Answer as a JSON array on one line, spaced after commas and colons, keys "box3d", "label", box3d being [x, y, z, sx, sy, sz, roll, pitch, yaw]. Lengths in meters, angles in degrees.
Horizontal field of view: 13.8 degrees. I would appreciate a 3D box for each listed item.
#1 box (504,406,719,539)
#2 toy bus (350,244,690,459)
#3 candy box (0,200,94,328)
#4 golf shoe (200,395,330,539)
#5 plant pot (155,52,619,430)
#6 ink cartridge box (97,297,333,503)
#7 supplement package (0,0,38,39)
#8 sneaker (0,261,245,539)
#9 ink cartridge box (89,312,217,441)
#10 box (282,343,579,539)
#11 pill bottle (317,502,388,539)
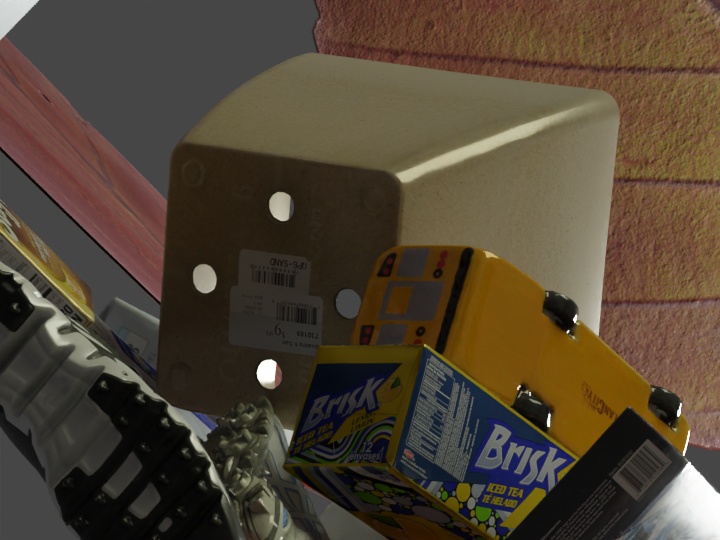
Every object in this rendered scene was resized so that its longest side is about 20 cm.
[{"box3d": [0.076, 0.158, 1.276, 0.040, 0.200, 0.137, 43, 0, 26], "label": "box"}, {"box3d": [0.083, 0.061, 1.442, 0.078, 0.065, 0.200, 0, -27, 37], "label": "toy bus"}, {"box3d": [-0.214, -0.034, 1.408, 0.200, 0.055, 0.115, 45, 1, -9], "label": "candy box"}, {"box3d": [-0.048, 0.129, 1.381, 0.097, 0.078, 0.200, 51, 9, -16], "label": "golf shoe"}, {"box3d": [0.000, 0.000, 1.529, 0.199, 0.201, 0.177, 10, 10, 28], "label": "plant pot"}, {"box3d": [-0.053, 0.090, 1.733, 0.199, 0.047, 0.160, 28, -4, 14], "label": "ink cartridge box"}, {"box3d": [-0.349, -0.261, 2.200, 0.200, 0.151, 0.152, 46, 1, 36], "label": "supplement package"}, {"box3d": [-0.108, 0.069, 1.251, 0.200, 0.067, 0.090, 43, 3, 23], "label": "sneaker"}, {"box3d": [-0.096, 0.092, 1.567, 0.200, 0.039, 0.099, 43, 2, -24], "label": "ink cartridge box"}, {"box3d": [0.056, 0.105, 1.396, 0.070, 0.065, 0.200, -3, -30, 41], "label": "box"}, {"box3d": [0.054, 0.190, 1.534, 0.114, 0.114, 0.200, 46, 2, 42], "label": "pill bottle"}]
